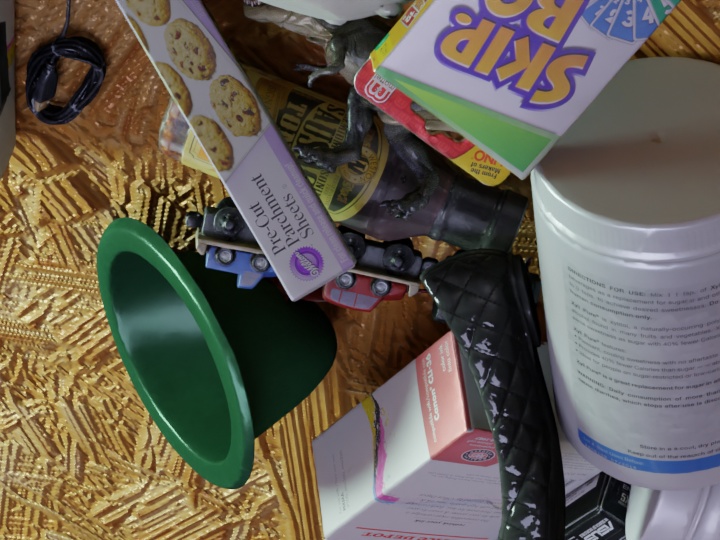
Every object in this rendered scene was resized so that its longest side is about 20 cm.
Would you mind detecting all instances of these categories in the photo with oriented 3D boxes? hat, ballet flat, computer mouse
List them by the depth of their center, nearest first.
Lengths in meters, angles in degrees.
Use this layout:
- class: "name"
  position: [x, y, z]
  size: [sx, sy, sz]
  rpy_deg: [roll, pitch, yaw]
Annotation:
- class: "ballet flat"
  position: [0.076, 0.086, 1.337]
  size: [0.057, 0.066, 0.200]
  rpy_deg: [-9, 96, 9]
- class: "computer mouse"
  position: [-0.162, -0.144, 1.346]
  size: [0.058, 0.034, 0.200]
  rpy_deg: [17, 139, 5]
- class: "hat"
  position: [-0.033, 0.025, 1.483]
  size: [0.200, 0.176, 0.166]
  rpy_deg: [47, 150, 35]

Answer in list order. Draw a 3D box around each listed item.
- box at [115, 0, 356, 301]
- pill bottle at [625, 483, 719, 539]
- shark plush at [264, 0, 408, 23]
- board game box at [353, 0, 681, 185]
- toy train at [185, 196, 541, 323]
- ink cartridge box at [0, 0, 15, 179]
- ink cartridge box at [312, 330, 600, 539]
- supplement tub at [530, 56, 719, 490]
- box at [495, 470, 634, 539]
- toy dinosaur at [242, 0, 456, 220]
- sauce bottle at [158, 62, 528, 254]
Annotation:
- class: "box"
  position: [-0.068, -0.080, 1.299]
  size: [0.041, 0.039, 0.200]
  rpy_deg: [-30, 92, 2]
- class: "pill bottle"
  position: [0.255, 0.139, 1.390]
  size: [0.200, 0.112, 0.112]
  rpy_deg: [15, 139, -4]
- class: "shark plush"
  position: [-0.013, -0.168, 1.213]
  size: [0.200, 0.083, 0.091]
  rpy_deg: [15, 174, 13]
- class: "board game box"
  position: [0.092, -0.132, 1.182]
  size: [0.095, 0.030, 0.200]
  rpy_deg: [35, 111, -18]
- class: "toy train"
  position: [0.000, 0.000, 1.375]
  size: [0.200, 0.034, 0.046]
  rpy_deg: [12, 105, -6]
- class: "ink cartridge box"
  position: [-0.268, -0.130, 1.369]
  size: [0.147, 0.086, 0.200]
  rpy_deg: [16, 140, 6]
- class: "ink cartridge box"
  position: [0.051, 0.110, 1.464]
  size: [0.116, 0.068, 0.200]
  rpy_deg: [9, 149, -31]
- class: "supplement tub"
  position: [0.158, 0.005, 1.291]
  size: [0.132, 0.132, 0.200]
  rpy_deg: [8, 138, 16]
- class: "box"
  position: [0.159, 0.192, 1.524]
  size: [0.164, 0.086, 0.200]
  rpy_deg: [34, 138, -13]
- class: "toy dinosaur"
  position: [0.018, -0.080, 1.297]
  size: [0.200, 0.088, 0.047]
  rpy_deg: [28, 172, -7]
- class: "sauce bottle"
  position: [-0.008, -0.058, 1.350]
  size: [0.200, 0.066, 0.066]
  rpy_deg: [19, 139, 1]
